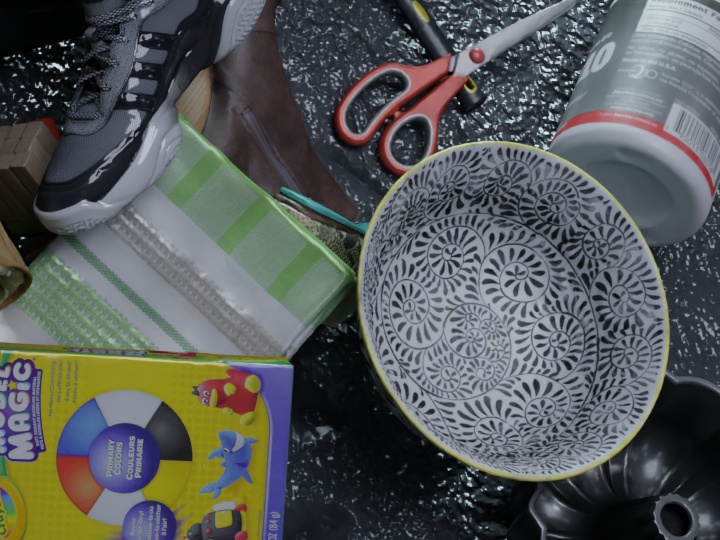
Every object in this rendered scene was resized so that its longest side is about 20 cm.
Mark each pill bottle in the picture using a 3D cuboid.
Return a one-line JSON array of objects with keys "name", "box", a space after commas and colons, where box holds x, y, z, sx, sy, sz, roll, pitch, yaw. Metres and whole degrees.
[{"name": "pill bottle", "box": [0.206, -0.125, 1.504, 0.114, 0.114, 0.200, 31, 56, -9]}]

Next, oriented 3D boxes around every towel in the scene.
[{"name": "towel", "box": [-0.117, 0.032, 1.253, 0.149, 0.031, 0.200, 42, 89, -12]}]

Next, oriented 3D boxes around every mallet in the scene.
[{"name": "mallet", "box": [0.030, -0.199, 1.507, 0.066, 0.041, 0.200, -39, 90, -31]}]

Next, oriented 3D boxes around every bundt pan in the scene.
[{"name": "bundt pan", "box": [0.177, 0.164, 1.370, 0.201, 0.076, 0.203, 10, 62, -20]}]

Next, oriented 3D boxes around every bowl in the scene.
[{"name": "bowl", "box": [0.072, 0.033, 1.310, 0.200, 0.094, 0.201, 7, 72, -22]}]

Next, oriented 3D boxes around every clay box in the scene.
[{"name": "clay box", "box": [-0.140, 0.100, 1.219, 0.199, 0.048, 0.115, 3, 94, -10]}]

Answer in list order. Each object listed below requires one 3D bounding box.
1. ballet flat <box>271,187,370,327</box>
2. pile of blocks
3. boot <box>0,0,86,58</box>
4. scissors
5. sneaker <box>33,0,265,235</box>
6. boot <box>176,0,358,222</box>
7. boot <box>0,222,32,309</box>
[{"name": "ballet flat", "box": [0.000, 0.000, 1.362, 0.068, 0.076, 0.200, 28, 10, 37]}, {"name": "pile of blocks", "box": [-0.145, -0.028, 1.314, 0.200, 0.082, 0.062, 37, 54, -23]}, {"name": "boot", "box": [-0.221, -0.132, 1.342, 0.200, 0.066, 0.165, -22, 79, -37]}, {"name": "scissors", "box": [0.064, -0.141, 1.480, 0.073, 0.014, 0.200, 43, 70, -1]}, {"name": "sneaker", "box": [-0.139, -0.124, 1.217, 0.114, 0.075, 0.200, 47, 66, -37]}, {"name": "boot", "box": [-0.062, -0.095, 1.406, 0.166, 0.072, 0.200, 47, 52, -14]}, {"name": "boot", "box": [-0.248, -0.078, 1.166, 0.066, 0.175, 0.200, -31, 80, 2]}]
